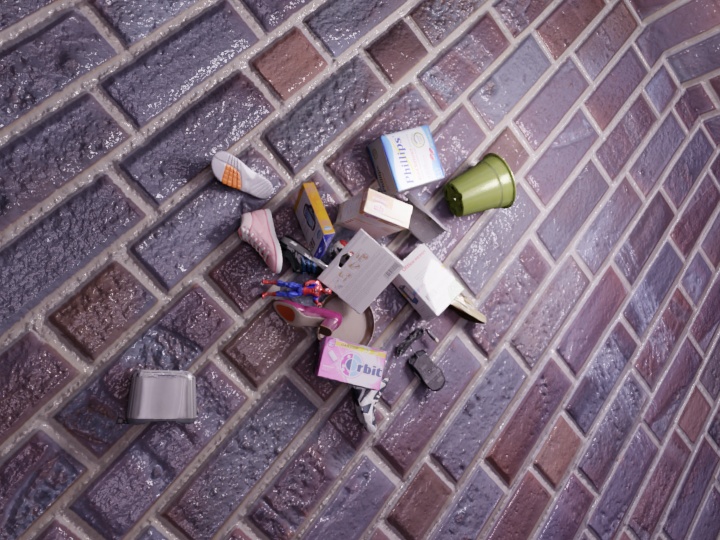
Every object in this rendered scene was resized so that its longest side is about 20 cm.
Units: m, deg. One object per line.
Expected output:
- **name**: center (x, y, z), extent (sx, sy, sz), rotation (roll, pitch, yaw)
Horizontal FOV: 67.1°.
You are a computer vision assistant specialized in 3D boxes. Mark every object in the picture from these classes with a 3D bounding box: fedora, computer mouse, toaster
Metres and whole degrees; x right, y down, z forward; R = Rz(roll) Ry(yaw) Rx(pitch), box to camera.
- **fedora**: center (0.196, -0.154, 1.755), extent (0.090, 0.177, 0.200), rotation (-46, 116, 7)
- **computer mouse**: center (0.214, 0.283, 1.763), extent (0.200, 0.046, 0.140), rotation (47, 71, -2)
- **toaster**: center (-0.502, 0.315, 1.357), extent (0.198, 0.113, 0.131), rotation (6, 78, -24)

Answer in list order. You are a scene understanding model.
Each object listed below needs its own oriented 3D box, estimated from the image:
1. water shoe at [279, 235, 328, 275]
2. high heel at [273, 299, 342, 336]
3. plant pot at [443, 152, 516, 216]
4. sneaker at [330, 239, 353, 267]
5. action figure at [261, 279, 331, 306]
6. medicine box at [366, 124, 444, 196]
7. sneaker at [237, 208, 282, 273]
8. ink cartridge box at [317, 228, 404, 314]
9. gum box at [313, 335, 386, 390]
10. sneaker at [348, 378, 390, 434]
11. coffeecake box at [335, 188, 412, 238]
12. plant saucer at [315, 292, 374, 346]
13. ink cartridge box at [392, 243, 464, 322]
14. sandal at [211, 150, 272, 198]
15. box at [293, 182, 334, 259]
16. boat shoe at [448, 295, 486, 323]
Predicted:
- **water shoe**: center (-0.164, -0.020, 1.600), extent (0.199, 0.071, 0.079), rotation (37, 91, -14)
- **high heel**: center (-0.152, 0.123, 1.578), extent (0.198, 0.068, 0.096), rotation (28, 31, 5)
- **plant pot**: center (0.392, -0.273, 1.851), extent (0.188, 0.200, 0.202), rotation (-23, 95, -14)
- **sneaker**: center (-0.015, -0.011, 1.664), extent (0.201, 0.076, 0.085), rotation (58, 24, -24)
- **action figure**: center (-0.176, 0.060, 1.531), extent (0.197, 0.099, 0.066), rotation (2, 98, -14)
- **medicine box**: center (0.147, -0.354, 1.765), extent (0.198, 0.103, 0.184), rotation (-21, 94, -28)
- **sneaker**: center (-0.285, -0.078, 1.515), extent (0.104, 0.075, 0.202), rotation (-7, 66, -25)
- **ink cartridge box**: center (0.000, 0.000, 1.594), extent (0.176, 0.045, 0.200), rotation (40, 101, -15)
- **gum box**: center (-0.034, 0.268, 1.569), extent (0.198, 0.066, 0.115), rotation (16, 75, -11)
- **sneaker**: center (0.044, 0.380, 1.643), extent (0.128, 0.079, 0.201), rotation (-18, 82, -19)
- **coffeecake box**: center (0.037, -0.166, 1.633), extent (0.152, 0.199, 0.074), rotation (19, 76, -24)
- **plant saucer**: center (-0.050, 0.162, 1.647), extent (0.198, 0.032, 0.203), rotation (4, 82, -27)
- **ink cartridge box**: center (0.207, 0.038, 1.735), extent (0.145, 0.088, 0.200), rotation (-40, 88, -25)
- **sandal**: center (-0.343, -0.264, 1.537), extent (0.206, 0.059, 0.080), rotation (30, 87, -42)
- **box**: center (-0.131, -0.135, 1.551), extent (0.041, 0.119, 0.201), rotation (-13, 66, -28)
- **boat shoe**: center (0.352, 0.117, 1.836), extent (0.199, 0.072, 0.065), rotation (30, 73, -15)
